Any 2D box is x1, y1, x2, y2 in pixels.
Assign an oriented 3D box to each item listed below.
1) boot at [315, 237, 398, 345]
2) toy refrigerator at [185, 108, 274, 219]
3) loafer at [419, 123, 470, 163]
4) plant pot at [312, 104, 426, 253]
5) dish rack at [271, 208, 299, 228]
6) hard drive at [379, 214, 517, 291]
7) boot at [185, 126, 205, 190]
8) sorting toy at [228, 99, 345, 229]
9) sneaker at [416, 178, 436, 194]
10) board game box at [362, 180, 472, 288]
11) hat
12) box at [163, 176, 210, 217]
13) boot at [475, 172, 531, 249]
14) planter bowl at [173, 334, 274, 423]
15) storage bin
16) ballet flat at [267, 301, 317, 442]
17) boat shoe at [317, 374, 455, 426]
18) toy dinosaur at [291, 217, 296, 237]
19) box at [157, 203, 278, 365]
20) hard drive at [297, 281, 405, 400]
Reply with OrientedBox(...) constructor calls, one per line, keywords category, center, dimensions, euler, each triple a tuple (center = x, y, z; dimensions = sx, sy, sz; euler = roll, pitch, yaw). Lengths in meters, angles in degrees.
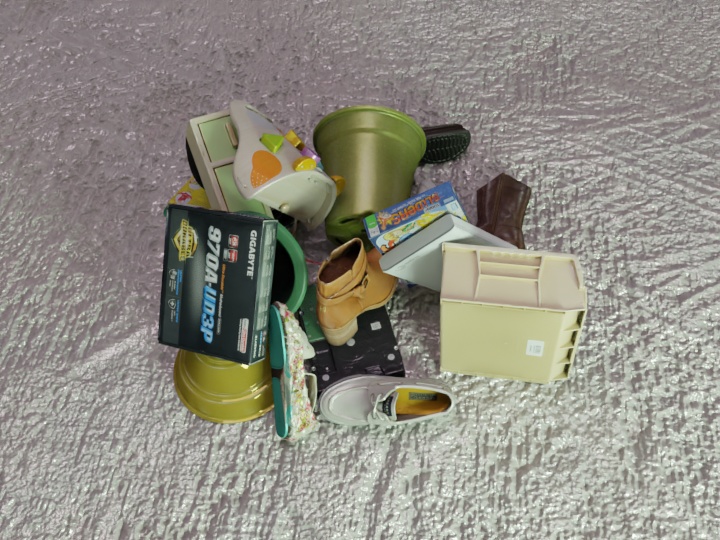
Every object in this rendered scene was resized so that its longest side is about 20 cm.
OrientedBox(category="boot", center=(0.000, 0.000, 1.207), dimensions=(0.073, 0.156, 0.201), euler=(19, 56, 20))
OrientedBox(category="toy refrigerator", center=(-0.200, -0.139, 1.255), dimensions=(0.075, 0.070, 0.203), euler=(-18, 86, -20))
OrientedBox(category="loafer", center=(0.102, -0.238, 1.480), dimensions=(0.196, 0.073, 0.072), euler=(-9, 54, -2))
OrientedBox(category="plant pot", center=(0.011, -0.139, 1.355), dimensions=(0.197, 0.201, 0.187), euler=(0, 63, 5))
OrientedBox(category="dish rack", center=(-0.184, -0.159, 1.403), dimensions=(0.152, 0.055, 0.201), euler=(-29, 79, -27))
OrientedBox(category="hard drive", center=(0.136, -0.017, 1.204), dimensions=(0.131, 0.199, 0.027), euler=(-32, 60, 28))
OrientedBox(category="boot", center=(-0.180, -0.173, 1.347), dimensions=(0.173, 0.069, 0.202), euler=(-29, 88, -26))
OrientedBox(category="sorting toy", center=(-0.128, -0.179, 1.246), dimensions=(0.107, 0.199, 0.181), euler=(-40, 66, 13))
OrientedBox(category="sneaker", center=(0.103, -0.097, 1.330), dimensions=(0.084, 0.200, 0.073), euler=(-38, 99, 5))
OrientedBox(category="board game box", center=(0.099, -0.047, 1.195), dimensions=(0.134, 0.200, 0.035), euler=(-23, 62, 12))
OrientedBox(category="hat", center=(-0.135, -0.009, 1.249), dimensions=(0.200, 0.176, 0.166), euler=(45, 106, -1))
OrientedBox(category="box", center=(-0.249, -0.137, 1.451), dimensions=(0.116, 0.049, 0.201), euler=(25, 56, 21))
OrientedBox(category="boot", center=(0.192, -0.085, 1.366), dimensions=(0.183, 0.065, 0.202), euler=(5, 50, 10))
OrientedBox(category="planter bowl", center=(-0.194, 0.120, 1.225), dimensions=(0.197, 0.084, 0.203), euler=(-2, 52, 3))
OrientedBox(category="storage bin", center=(0.209, 0.066, 1.156), dimensions=(0.195, 0.201, 0.095), euler=(5, 54, 9))
OrientedBox(category="ballet flat", center=(-0.095, 0.142, 1.161), dimensions=(0.063, 0.204, 0.075), euler=(-7, 9, -29))
OrientedBox(category="boat shoe", center=(0.037, 0.187, 1.149), dimensions=(0.196, 0.070, 0.072), euler=(0, 90, 0))
OrientedBox(category="toy dinosaur", center=(-0.151, -0.007, 1.300), dimensions=(0.199, 0.101, 0.059), euler=(-36, 89, 16))
OrientedBox(category="box", center=(-0.202, 0.017, 1.139), dimensions=(0.157, 0.204, 0.046), euler=(11, 10, 21))
OrientedBox(category="hard drive", center=(-0.021, 0.095, 1.257), dimensions=(0.137, 0.038, 0.202), euler=(-14, 53, -6))
